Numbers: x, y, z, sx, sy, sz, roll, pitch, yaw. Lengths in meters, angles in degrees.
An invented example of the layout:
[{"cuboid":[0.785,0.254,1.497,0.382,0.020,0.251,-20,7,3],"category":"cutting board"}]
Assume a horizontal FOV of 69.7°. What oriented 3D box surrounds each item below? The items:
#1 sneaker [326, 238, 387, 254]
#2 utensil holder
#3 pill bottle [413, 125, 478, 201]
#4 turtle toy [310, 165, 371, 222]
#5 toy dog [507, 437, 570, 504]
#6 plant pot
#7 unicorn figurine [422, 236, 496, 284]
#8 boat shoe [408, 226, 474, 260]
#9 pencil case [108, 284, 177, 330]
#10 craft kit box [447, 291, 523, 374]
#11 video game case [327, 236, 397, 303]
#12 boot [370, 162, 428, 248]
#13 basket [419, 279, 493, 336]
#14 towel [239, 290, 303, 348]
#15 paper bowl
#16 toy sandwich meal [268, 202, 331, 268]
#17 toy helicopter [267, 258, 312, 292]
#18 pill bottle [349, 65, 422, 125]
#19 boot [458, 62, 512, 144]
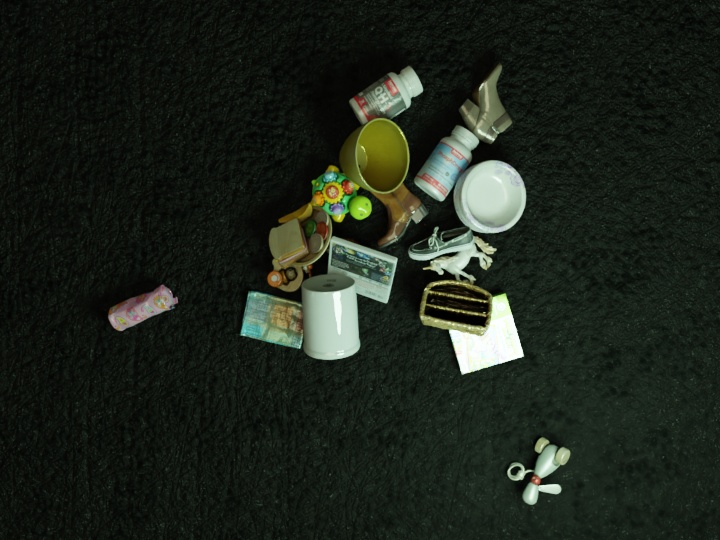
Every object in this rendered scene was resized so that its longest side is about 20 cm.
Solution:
[{"cuboid":[-0.015,-0.033,1.548,0.198,0.078,0.083,21,130,16],"category":"sneaker"},{"cuboid":[-0.088,0.131,1.500,0.168,0.170,0.202,-1,109,3],"category":"utensil holder"},{"cuboid":[0.251,-0.311,1.496,0.108,0.109,0.201,35,96,0],"category":"pill bottle"},{"cuboid":[-0.058,-0.217,1.525,0.199,0.101,0.147,27,96,1],"category":"turtle toy"},{"cuboid":[0.558,0.606,1.564,0.200,0.132,0.096,-47,129,10],"category":"toy dog"},{"cuboid":[0.020,-0.320,1.467,0.199,0.141,0.203,-6,100,-39],"category":"plant pot"},{"cuboid":[0.298,-0.020,1.543,0.137,0.074,0.200,44,81,8],"category":"unicorn figurine"},{"cuboid":[0.230,-0.084,1.511,0.197,0.074,0.068,-7,137,21],"category":"boat shoe"},{"cuboid":[-0.673,0.116,1.598,0.198,0.087,0.088,-23,93,4],"category":"pencil case"},{"cuboid":[0.369,0.190,1.564,0.195,0.049,0.202,-18,94,2],"category":"craft kit box"},{"cuboid":[0.000,0.000,1.512,0.198,0.023,0.183,19,138,10],"category":"video game case"},{"cuboid":[0.074,-0.190,1.538,0.188,0.068,0.200,-41,89,10],"category":"boot"},{"cuboid":[0.275,0.096,1.472,0.198,0.149,0.144,11,80,12],"category":"basket"},{"cuboid":[-0.267,0.153,1.607,0.198,0.022,0.148,13,96,2],"category":"towel"},{"cuboid":[0.364,-0.210,1.488,0.198,0.104,0.203,-1,94,-11],"category":"paper bowl"},{"cuboid":[-0.175,-0.104,1.491,0.203,0.070,0.208,-11,68,29],"category":"toy sandwich meal"},{"cuboid":[-0.202,-0.035,1.565,0.131,0.079,0.203,3,82,9],"category":"toy helicopter"},{"cuboid":[0.076,-0.496,1.489,0.199,0.111,0.111,-33,92,6],"category":"pill bottle"},{"cuboid":[0.385,-0.477,1.502,0.146,0.070,0.200,40,97,-7],"category":"boot"}]
